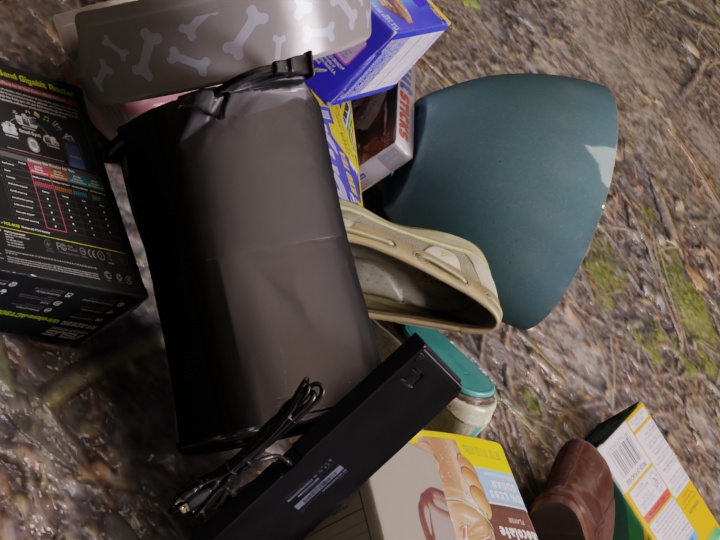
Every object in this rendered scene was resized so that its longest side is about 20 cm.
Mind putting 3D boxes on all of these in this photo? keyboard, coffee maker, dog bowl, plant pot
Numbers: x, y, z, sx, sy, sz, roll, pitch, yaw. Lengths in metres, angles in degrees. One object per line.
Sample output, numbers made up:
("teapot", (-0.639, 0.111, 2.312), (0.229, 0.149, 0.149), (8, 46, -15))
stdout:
("keyboard", (-0.037, 0.108, 1.098), (0.021, 0.200, 0.127), (47, 0, 32))
("coffee maker", (-0.067, 0.000, 1.145), (0.192, 0.134, 0.200), (128, -53, -81))
("dog bowl", (-0.084, -0.148, 1.187), (0.200, 0.200, 0.059), (-35, 113, -62))
("plant pot", (0.095, -0.070, 1.528), (0.135, 0.200, 0.200), (18, 40, -13))

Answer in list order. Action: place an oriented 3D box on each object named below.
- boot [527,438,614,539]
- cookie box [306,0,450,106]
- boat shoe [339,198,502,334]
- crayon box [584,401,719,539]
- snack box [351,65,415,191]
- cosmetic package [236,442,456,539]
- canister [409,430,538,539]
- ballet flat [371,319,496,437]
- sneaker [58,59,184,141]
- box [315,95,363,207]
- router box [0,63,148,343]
("boot", (0.165, 0.230, 1.447), (0.200, 0.064, 0.187), (-34, 118, -79))
("cookie box", (-0.033, -0.207, 1.404), (0.171, 0.075, 0.200), (47, 16, 2))
("boat shoe", (0.000, 0.002, 1.333), (0.200, 0.073, 0.063), (14, 29, -22))
("crayon box", (0.242, 0.218, 1.588), (0.200, 0.052, 0.126), (57, 28, 1))
("snack box", (0.010, -0.139, 1.558), (0.024, 0.072, 0.200), (40, 32, -28))
("cosmetic package", (0.006, 0.207, 1.170), (0.087, 0.103, 0.200), (25, 44, -48))
("canister", (0.071, 0.211, 1.286), (0.148, 0.086, 0.200), (15, 48, -52))
("ballet flat", (0.024, 0.051, 1.395), (0.067, 0.062, 0.200), (3, 36, -37))
("sneaker", (-0.115, -0.120, 1.339), (0.105, 0.075, 0.200), (58, 32, 0))
("box", (-0.047, -0.092, 1.428), (0.070, 0.064, 0.200), (33, 37, -37))
("router box", (-0.223, -0.047, 1.101), (0.200, 0.062, 0.150), (14, 50, -52))
